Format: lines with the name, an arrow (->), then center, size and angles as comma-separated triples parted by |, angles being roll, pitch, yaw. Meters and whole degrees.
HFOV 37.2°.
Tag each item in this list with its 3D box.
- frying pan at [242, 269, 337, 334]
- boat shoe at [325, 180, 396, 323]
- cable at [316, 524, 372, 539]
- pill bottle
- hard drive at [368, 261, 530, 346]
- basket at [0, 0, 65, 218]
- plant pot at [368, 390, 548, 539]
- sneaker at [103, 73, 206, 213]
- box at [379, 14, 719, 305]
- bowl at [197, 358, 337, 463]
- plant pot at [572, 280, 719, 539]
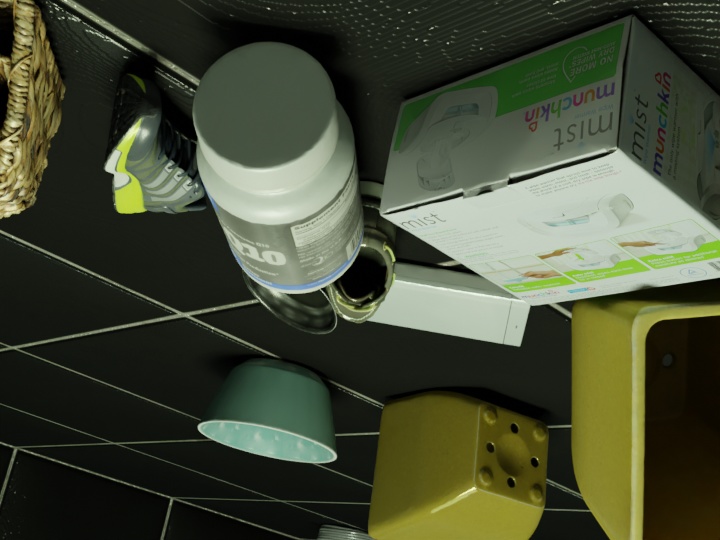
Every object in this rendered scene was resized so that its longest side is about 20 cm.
frying pan -> -0.085, -0.005, 1.073 | 0.114, 0.031, 0.191 | 7, 140, 39
boat shoe -> -0.003, -0.001, 0.964 | 0.071, 0.061, 0.203 | 11, 150, 1
cable -> -0.024, 0.748, 2.919 | 0.199, 0.070, 0.198 | 28, 154, -37
pill bottle -> -0.057, -0.070, 0.777 | 0.112, 0.116, 0.201 | 9, 159, 7
hard drive -> 0.071, 0.031, 1.087 | 0.197, 0.027, 0.132 | 10, 159, 8
basket -> -0.323, -0.125, 0.743 | 0.197, 0.145, 0.149 | 12, 160, -2
plant pot -> 0.148, 0.270, 1.439 | 0.192, 0.198, 0.200 | 21, 151, -22
sneaker -> -0.156, -0.095, 0.847 | 0.079, 0.075, 0.200 | 7, 167, -6
box -> 0.143, -0.058, 0.719 | 0.175, 0.098, 0.198 | 28, 154, -35
bowl -> -0.119, 0.190, 1.489 | 0.197, 0.107, 0.201 | 11, 160, 4
plant pot -> 0.264, 0.099, 0.863 | 0.192, 0.198, 0.200 | -4, -169, -11
